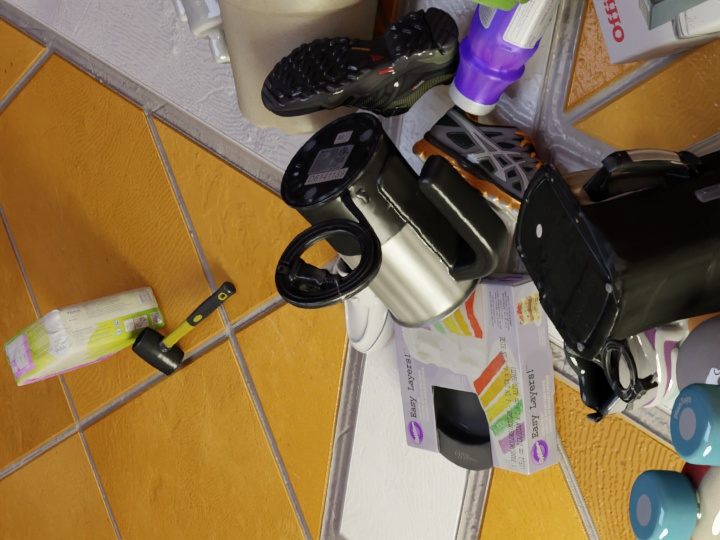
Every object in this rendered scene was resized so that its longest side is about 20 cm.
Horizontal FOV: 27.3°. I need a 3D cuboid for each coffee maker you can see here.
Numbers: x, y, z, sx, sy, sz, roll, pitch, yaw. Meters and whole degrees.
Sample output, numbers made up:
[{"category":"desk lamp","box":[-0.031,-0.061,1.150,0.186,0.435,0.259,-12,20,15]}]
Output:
[{"category":"coffee maker","box":[0.247,-0.006,1.160,0.135,0.199,0.194,138,117,-66]}]

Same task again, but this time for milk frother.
[{"category":"milk frother","box":[0.016,-0.009,1.382,0.188,0.200,0.180,47,162,-32]}]

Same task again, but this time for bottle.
[{"category":"bottle","box":[0.138,-0.230,1.329,0.065,0.084,0.201,20,129,-7]}]

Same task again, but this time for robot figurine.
[{"category":"robot figurine","box":[-0.146,-0.329,1.610,0.169,0.113,0.202,-16,90,32]}]

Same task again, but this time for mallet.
[{"category":"mallet","box":[-0.212,0.075,1.888,0.066,0.041,0.199,43,131,-21]}]

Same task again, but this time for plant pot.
[{"category":"plant pot","box":[-0.062,-0.248,1.498,0.200,0.200,0.185,34,138,38]}]

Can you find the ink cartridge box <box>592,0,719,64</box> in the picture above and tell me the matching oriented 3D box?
[{"category":"ink cartridge box","box":[0.271,-0.259,1.157,0.199,0.084,0.147,-17,88,52]}]

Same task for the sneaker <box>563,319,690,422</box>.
[{"category":"sneaker","box":[0.223,0.036,1.268,0.077,0.139,0.202,14,113,47]}]

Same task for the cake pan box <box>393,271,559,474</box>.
[{"category":"cake pan box","box":[0.113,0.099,1.495,0.184,0.052,0.202,9,108,51]}]

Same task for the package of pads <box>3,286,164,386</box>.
[{"category":"package of pads","box":[-0.379,0.088,1.996,0.200,0.154,0.069,-28,81,50]}]

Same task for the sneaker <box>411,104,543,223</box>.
[{"category":"sneaker","box":[0.142,-0.092,1.380,0.199,0.078,0.077,34,88,22]}]

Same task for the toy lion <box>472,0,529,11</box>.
[{"category":"toy lion","box":[0.128,-0.319,1.236,0.193,0.068,0.200,-68,25,17]}]

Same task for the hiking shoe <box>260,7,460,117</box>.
[{"category":"hiking shoe","box":[0.006,-0.175,1.417,0.101,0.198,0.076,64,-167,-52]}]

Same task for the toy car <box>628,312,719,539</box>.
[{"category":"toy car","box":[0.307,0.114,1.212,0.201,0.183,0.178,-106,26,-50]}]

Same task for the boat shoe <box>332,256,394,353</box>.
[{"category":"boat shoe","box":[0.000,0.000,1.583,0.073,0.065,0.202,27,122,42]}]
